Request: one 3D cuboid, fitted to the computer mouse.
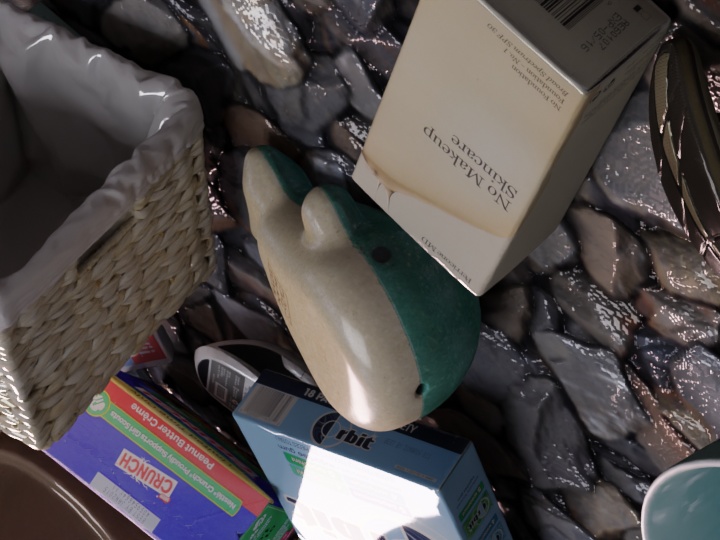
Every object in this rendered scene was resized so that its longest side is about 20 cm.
[{"bbox_3d":[-0.024,0.099,1.528,0.199,0.044,0.110,33,153,9],"label":"computer mouse"}]

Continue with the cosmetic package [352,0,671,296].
[{"bbox_3d":[0.072,-0.086,1.142,0.103,0.073,0.200,43,149,13],"label":"cosmetic package"}]

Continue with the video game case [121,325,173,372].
[{"bbox_3d":[-0.250,0.036,1.594,0.198,0.018,0.144,-12,136,12],"label":"video game case"}]

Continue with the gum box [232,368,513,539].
[{"bbox_3d":[0.021,0.164,1.477,0.169,0.045,0.201,17,148,34],"label":"gum box"}]

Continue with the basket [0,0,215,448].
[{"bbox_3d":[-0.218,-0.032,1.399,0.199,0.198,0.162,27,149,27],"label":"basket"}]

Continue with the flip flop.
[{"bbox_3d":[0.198,-0.023,1.073,0.201,0.057,0.081,60,170,9],"label":"flip flop"}]

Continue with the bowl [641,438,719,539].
[{"bbox_3d":[0.256,0.142,1.165,0.200,0.105,0.202,31,148,22],"label":"bowl"}]

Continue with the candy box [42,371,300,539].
[{"bbox_3d":[-0.129,0.147,1.600,0.169,0.077,0.200,37,180,13],"label":"candy box"}]

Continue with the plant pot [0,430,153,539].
[{"bbox_3d":[-0.291,0.260,1.924,0.199,0.175,0.201,31,149,22],"label":"plant pot"}]

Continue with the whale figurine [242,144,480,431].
[{"bbox_3d":[0.000,0.000,1.343,0.200,0.103,0.160,53,162,40],"label":"whale figurine"}]

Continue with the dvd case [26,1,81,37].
[{"bbox_3d":[-0.183,-0.078,1.524,0.146,0.022,0.200,40,151,9],"label":"dvd case"}]
